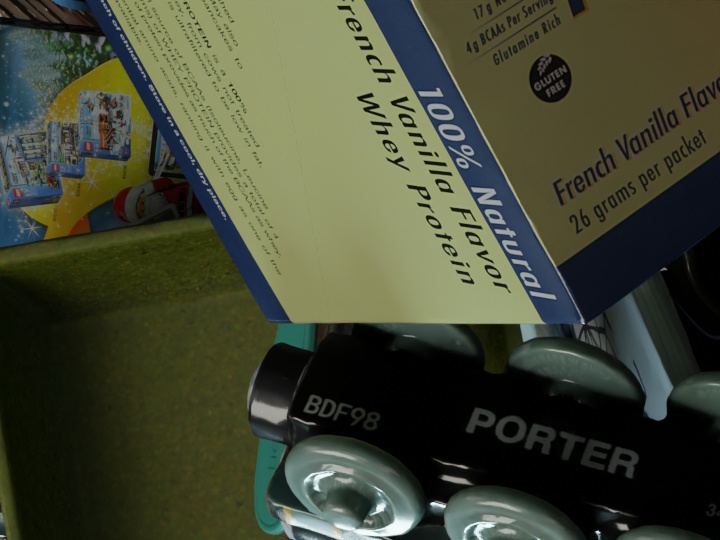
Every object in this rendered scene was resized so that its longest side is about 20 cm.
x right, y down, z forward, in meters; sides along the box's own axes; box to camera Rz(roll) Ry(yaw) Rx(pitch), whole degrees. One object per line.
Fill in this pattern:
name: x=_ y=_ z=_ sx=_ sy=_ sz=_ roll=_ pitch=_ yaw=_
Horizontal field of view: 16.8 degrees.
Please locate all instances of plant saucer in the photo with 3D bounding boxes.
plant saucer: x=-0.033 y=0.077 z=0.913 sx=0.048 sy=0.199 sz=0.201 roll=140 pitch=120 yaw=-84

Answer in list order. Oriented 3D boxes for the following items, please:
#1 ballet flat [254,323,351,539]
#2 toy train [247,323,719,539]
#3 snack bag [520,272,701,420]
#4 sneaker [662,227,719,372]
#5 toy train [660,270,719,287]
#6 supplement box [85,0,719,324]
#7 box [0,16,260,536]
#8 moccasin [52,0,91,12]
ballet flat: x=0.000 y=0.000 z=0.868 sx=0.068 sy=0.068 sz=0.201 roll=-162 pitch=74 yaw=-68
toy train: x=0.060 y=0.078 z=0.773 sx=0.200 sy=0.085 sz=0.114 roll=14 pitch=145 yaw=15
snack bag: x=0.075 y=0.032 z=0.894 sx=0.200 sy=0.021 sz=0.189 roll=100 pitch=155 yaw=-55
sneaker: x=0.184 y=0.034 z=0.778 sx=0.200 sy=0.070 sz=0.078 roll=17 pitch=141 yaw=30
toy train: x=0.129 y=0.013 z=0.882 sx=0.046 sy=0.034 sz=0.200 roll=17 pitch=142 yaw=14
supplement box: x=0.017 y=-0.101 z=0.706 sx=0.200 sy=0.134 sz=0.200 roll=60 pitch=157 yaw=-12
box: x=-0.103 y=0.006 z=0.953 sx=0.038 sy=0.136 sz=0.201 roll=-125 pitch=41 yaw=-79
moccasin: x=-0.069 y=-0.130 z=0.931 sx=0.200 sy=0.080 sz=0.068 roll=11 pitch=120 yaw=43
